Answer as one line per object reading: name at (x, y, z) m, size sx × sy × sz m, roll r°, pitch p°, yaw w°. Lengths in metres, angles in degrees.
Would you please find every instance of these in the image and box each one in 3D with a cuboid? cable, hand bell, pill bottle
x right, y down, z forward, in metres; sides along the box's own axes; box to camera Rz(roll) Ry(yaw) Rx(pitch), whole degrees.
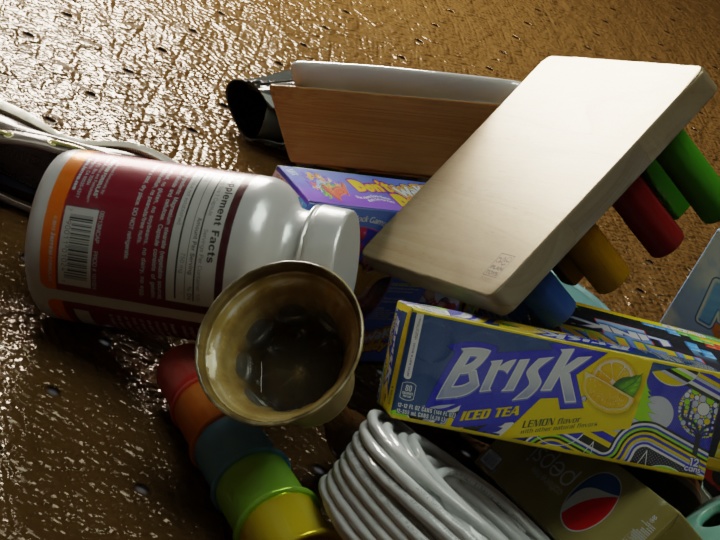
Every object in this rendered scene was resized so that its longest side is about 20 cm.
cable at (0.063, 0.169, 1.047) m, size 0.200 × 0.069 × 0.200 m, roll 38°, pitch 6°, yaw -38°
hand bell at (-0.020, 0.086, 1.111) m, size 0.104 × 0.104 × 0.200 m, roll 45°, pitch -8°, yaw 32°
pill bottle at (-0.106, -0.011, 1.155) m, size 0.199 × 0.114 × 0.113 m, roll 9°, pitch 22°, yaw 11°

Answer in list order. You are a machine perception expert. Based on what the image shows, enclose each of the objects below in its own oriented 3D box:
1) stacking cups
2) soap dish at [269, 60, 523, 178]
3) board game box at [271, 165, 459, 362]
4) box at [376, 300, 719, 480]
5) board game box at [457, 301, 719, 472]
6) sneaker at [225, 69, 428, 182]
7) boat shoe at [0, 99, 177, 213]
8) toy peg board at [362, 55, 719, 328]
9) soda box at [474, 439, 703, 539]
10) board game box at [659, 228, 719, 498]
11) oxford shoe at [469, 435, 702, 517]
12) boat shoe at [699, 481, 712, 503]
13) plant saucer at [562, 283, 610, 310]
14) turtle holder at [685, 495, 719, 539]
stacking cups at (-0.073, 0.113, 1.086) m, size 0.060 × 0.061 × 0.200 m, roll 8°, pitch 32°, yaw -37°
soap dish at (0.046, -0.109, 1.370) m, size 0.199 × 0.082 × 0.157 m, roll 7°, pitch 2°, yaw 16°
board game box at (0.000, 0.000, 1.291) m, size 0.199 × 0.135 × 0.045 m, roll 4°, pitch 33°, yaw -42°
box at (0.114, 0.072, 1.090) m, size 0.199 × 0.071 × 0.064 m, roll 12°, pitch 1°, yaw -7°
board game box at (0.170, 0.070, 1.215) m, size 0.199 × 0.057 × 0.165 m, roll 14°, pitch 12°, yaw -7°
sneaker at (-0.027, -0.112, 1.566) m, size 0.200 × 0.075 × 0.106 m, roll 33°, pitch 28°, yaw 32°
boat shoe at (-0.205, -0.063, 1.278) m, size 0.199 × 0.072 × 0.060 m, roll 21°, pitch 31°, yaw -6°
toy peg board at (0.134, -0.035, 1.177) m, size 0.098 × 0.199 × 0.200 m, roll 48°, pitch -11°, yaw -22°
soda box at (0.151, 0.158, 1.141) m, size 0.068 × 0.064 × 0.200 m, roll 48°, pitch -3°, yaw -26°
board game box at (0.279, 0.091, 1.328) m, size 0.151 × 0.201 × 0.037 m, roll 41°, pitch 28°, yaw 26°
oxford shoe at (0.162, 0.112, 1.280) m, size 0.199 × 0.072 × 0.071 m, roll 29°, pitch 48°, yaw 17°
boat shoe at (0.210, 0.145, 1.320) m, size 0.202 × 0.060 × 0.072 m, roll 42°, pitch 29°, yaw 28°
plant saucer at (0.154, 0.040, 1.505) m, size 0.199 × 0.028 × 0.200 m, roll 23°, pitch 26°, yaw -11°
turtle holder at (0.260, 0.211, 1.164) m, size 0.141 × 0.132 × 0.185 m, roll 41°, pitch 28°, yaw 26°
